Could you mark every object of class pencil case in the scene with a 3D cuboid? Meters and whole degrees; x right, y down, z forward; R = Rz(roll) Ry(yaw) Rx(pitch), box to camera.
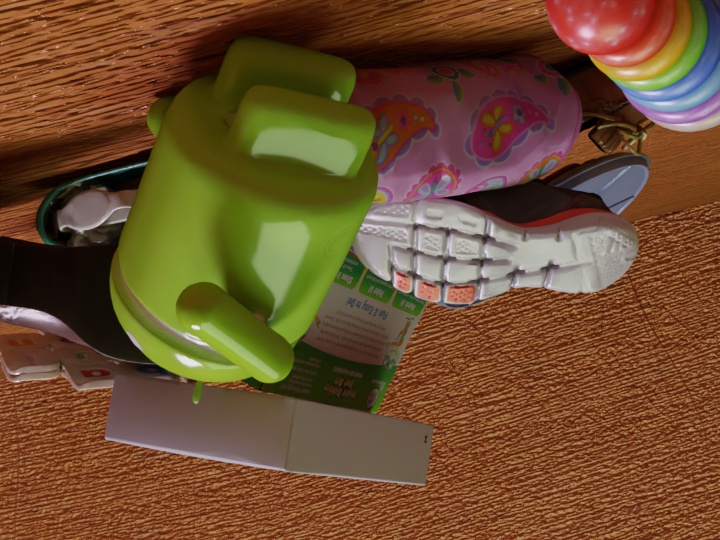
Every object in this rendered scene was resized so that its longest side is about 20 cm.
[{"bbox_3d":[0.044,-0.089,0.766,0.199,0.088,0.087,-12,175,-38],"label":"pencil case"}]

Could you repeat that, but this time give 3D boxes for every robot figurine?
[{"bbox_3d":[-0.065,-0.023,0.665,0.115,0.176,0.200,7,131,-27],"label":"robot figurine"}]

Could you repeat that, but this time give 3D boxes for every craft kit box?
[{"bbox_3d":[0.000,0.000,0.895,0.048,0.198,0.200,23,179,26],"label":"craft kit box"}]

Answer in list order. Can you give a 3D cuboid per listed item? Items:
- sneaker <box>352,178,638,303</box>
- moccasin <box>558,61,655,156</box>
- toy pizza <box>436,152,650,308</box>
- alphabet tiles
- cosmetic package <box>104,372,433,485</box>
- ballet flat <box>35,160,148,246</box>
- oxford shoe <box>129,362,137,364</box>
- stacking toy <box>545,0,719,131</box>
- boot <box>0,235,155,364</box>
[{"bbox_3d":[0.084,-0.030,0.841,0.199,0.082,0.077,6,125,-17],"label":"sneaker"},{"bbox_3d":[0.171,-0.112,0.892,0.200,0.078,0.074,-15,176,5],"label":"moccasin"},{"bbox_3d":[0.138,-0.037,0.978,0.200,0.032,0.200,-29,163,-10],"label":"toy pizza"},{"bbox_3d":[-0.184,0.063,0.986,0.199,0.015,0.195,-2,-168,-24],"label":"alphabet tiles"},{"bbox_3d":[-0.059,0.115,0.885,0.150,0.052,0.200,2,170,31],"label":"cosmetic package"},{"bbox_3d":[-0.128,-0.046,0.828,0.199,0.068,0.070,-14,-177,15],"label":"ballet flat"},{"bbox_3d":[-0.147,0.033,0.991,0.074,0.071,0.200,-32,-177,28],"label":"oxford shoe"},{"bbox_3d":[0.157,-0.129,0.675,0.085,0.086,0.200,-16,171,28],"label":"stacking toy"},{"bbox_3d":[-0.206,0.013,0.821,0.186,0.065,0.200,20,171,-21],"label":"boot"}]
